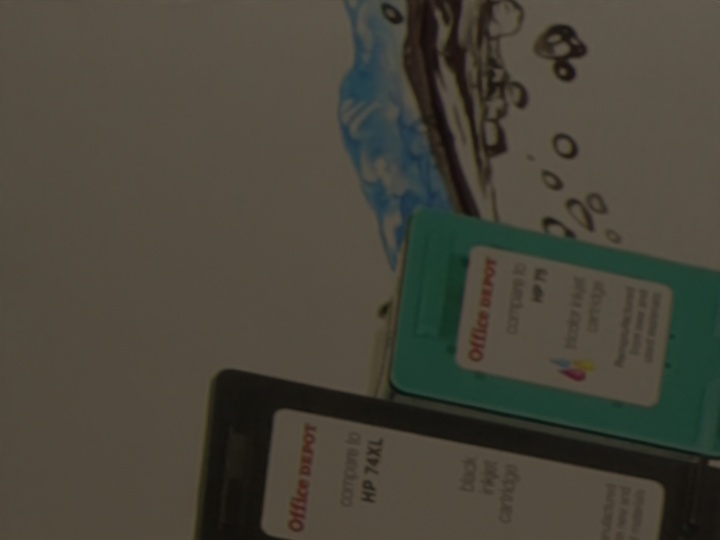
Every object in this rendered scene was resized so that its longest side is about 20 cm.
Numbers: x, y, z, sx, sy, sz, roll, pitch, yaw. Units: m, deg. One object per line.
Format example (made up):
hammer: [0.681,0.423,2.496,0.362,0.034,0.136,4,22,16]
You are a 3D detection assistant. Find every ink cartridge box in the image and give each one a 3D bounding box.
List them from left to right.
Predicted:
ink cartridge box: [0.029,-0.016,0.420,0.147,0.199,0.146,-71,170,-56]
